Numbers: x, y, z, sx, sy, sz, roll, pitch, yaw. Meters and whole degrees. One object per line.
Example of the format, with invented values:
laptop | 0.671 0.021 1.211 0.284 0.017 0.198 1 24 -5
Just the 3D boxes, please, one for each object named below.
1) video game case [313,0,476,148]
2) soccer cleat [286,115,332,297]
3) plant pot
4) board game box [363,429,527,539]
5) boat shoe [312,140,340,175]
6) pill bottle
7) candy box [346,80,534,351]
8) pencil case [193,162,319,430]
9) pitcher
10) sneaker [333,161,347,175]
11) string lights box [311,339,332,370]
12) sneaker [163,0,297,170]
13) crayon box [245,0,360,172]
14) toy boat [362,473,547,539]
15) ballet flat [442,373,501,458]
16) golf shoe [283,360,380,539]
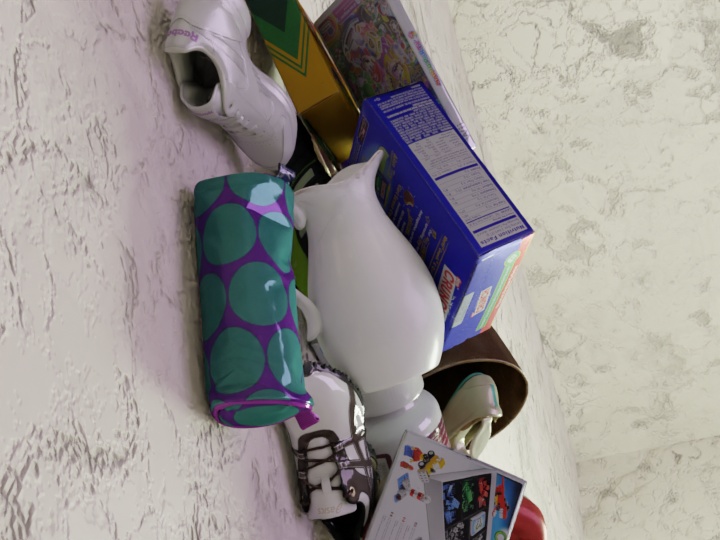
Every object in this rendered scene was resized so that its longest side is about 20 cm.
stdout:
video game case | 0.031 -0.192 1.148 0.202 0.018 0.143 61 -28 -2
soccer cleat | -0.042 -0.068 1.149 0.068 0.080 0.204 45 35 -65
plant pot | 0.083 0.091 1.375 0.188 0.184 0.202 60 7 -50
board game box | 0.062 0.263 1.026 0.035 0.124 0.203 106 7 -68
boat shoe | -0.028 -0.197 1.337 0.073 0.071 0.202 62 20 -46
pill bottle | 0.043 0.195 1.200 0.110 0.108 0.203 -67 142 -67
candy box | 0.067 -0.051 1.099 0.201 0.076 0.170 57 -27 24
pencil case | -0.083 0.021 0.891 0.092 0.084 0.204 16 59 -42
pitcher | -0.018 0.012 1.027 0.121 0.169 0.203 -18 -88 65
sneaker | 0.018 -0.119 1.394 0.070 0.098 0.204 40 40 -71
string lights box | 0.000 0.000 1.210 0.059 0.101 0.203 66 18 -53
sneaker | -0.118 -0.149 0.977 0.201 0.074 0.101 63 38 -45
crayon box | -0.049 -0.200 1.188 0.202 0.050 0.127 65 8 23
toy boat | 0.097 0.275 1.103 0.198 0.132 0.131 25 13 -18
ballet flat | 0.100 0.202 1.280 0.070 0.068 0.201 -86 -159 -50
golf shoe | -0.026 0.168 1.013 0.095 0.076 0.202 -86 158 -49
